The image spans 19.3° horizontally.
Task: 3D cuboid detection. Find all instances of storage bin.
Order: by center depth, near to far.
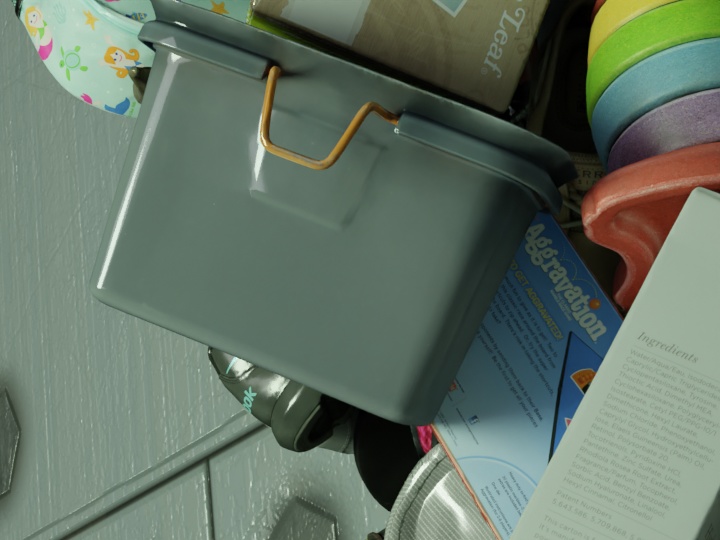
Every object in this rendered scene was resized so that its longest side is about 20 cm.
[{"bbox_3d":[-0.021,-0.021,0.932,0.146,0.198,0.135,31,-100,-79],"label":"storage bin"}]

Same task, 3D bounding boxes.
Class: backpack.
[{"bbox_3d":[-0.134,-0.192,1.372,0.151,0.176,0.201,-58,44,39],"label":"backpack"}]

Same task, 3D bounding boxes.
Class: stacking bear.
[{"bbox_3d":[0.149,-0.100,0.982,0.113,0.122,0.202,-14,60,12],"label":"stacking bear"}]

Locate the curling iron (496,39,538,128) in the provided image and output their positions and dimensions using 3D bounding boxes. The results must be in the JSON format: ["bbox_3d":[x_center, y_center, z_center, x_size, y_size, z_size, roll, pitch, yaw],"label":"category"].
[{"bbox_3d":[0.075,-0.163,1.181,0.049,0.025,0.202,-32,57,46],"label":"curling iron"}]

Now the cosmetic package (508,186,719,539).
[{"bbox_3d":[0.130,0.079,0.880,0.074,0.102,0.201,24,72,21],"label":"cosmetic package"}]

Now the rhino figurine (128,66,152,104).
[{"bbox_3d":[-0.039,-0.078,1.083,0.087,0.199,0.060,4,80,47],"label":"rhino figurine"}]

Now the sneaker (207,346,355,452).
[{"bbox_3d":[0.000,0.000,1.140,0.079,0.076,0.200,35,72,20],"label":"sneaker"}]

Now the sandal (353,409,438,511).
[{"bbox_3d":[0.058,0.056,1.118,0.201,0.075,0.045,-60,31,25],"label":"sandal"}]

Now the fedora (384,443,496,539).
[{"bbox_3d":[0.082,0.147,1.001,0.177,0.090,0.201,-46,52,17],"label":"fedora"}]

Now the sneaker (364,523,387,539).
[{"bbox_3d":[0.016,0.166,1.128,0.201,0.105,0.075,-57,41,32],"label":"sneaker"}]

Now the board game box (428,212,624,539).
[{"bbox_3d":[0.088,0.066,0.964,0.102,0.019,0.201,-30,61,-2],"label":"board game box"}]

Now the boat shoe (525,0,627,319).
[{"bbox_3d":[0.106,-0.038,1.045,0.065,0.070,0.202,79,-170,-73],"label":"boat shoe"}]

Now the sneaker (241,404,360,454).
[{"bbox_3d":[-0.034,0.030,1.223,0.201,0.115,0.075,58,133,44],"label":"sneaker"}]

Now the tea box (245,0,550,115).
[{"bbox_3d":[0.038,-0.191,1.052,0.197,0.133,0.202,-153,85,-84],"label":"tea box"}]
